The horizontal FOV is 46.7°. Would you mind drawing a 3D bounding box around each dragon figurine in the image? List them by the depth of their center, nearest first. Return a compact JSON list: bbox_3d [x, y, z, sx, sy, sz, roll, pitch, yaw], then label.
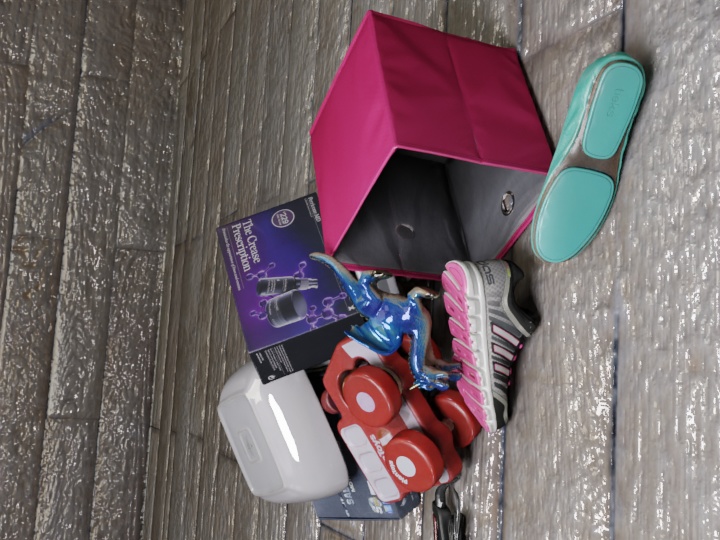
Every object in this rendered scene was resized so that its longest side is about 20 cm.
[{"bbox_3d":[0.020,0.053,0.860,0.059,0.198,0.100,-10,-58,-82],"label":"dragon figurine"}]

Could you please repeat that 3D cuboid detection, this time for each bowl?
[{"bbox_3d":[-0.113,0.209,1.069,0.199,0.074,0.202,-32,80,58],"label":"bowl"}]

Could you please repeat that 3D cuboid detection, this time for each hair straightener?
[{"bbox_3d":[0.111,0.328,0.937,0.077,0.040,0.203,149,127,-62],"label":"hair straightener"}]

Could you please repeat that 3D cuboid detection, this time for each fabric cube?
[{"bbox_3d":[0.071,-0.128,0.928,0.197,0.198,0.201,122,148,-46],"label":"fabric cube"}]

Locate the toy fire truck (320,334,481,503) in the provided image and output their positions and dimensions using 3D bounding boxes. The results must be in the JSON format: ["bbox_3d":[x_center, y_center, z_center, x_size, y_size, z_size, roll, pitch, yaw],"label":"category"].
[{"bbox_3d":[0.027,0.167,0.954,0.167,0.112,0.201,-31,93,45],"label":"toy fire truck"}]

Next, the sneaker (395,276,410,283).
[{"bbox_3d":[0.059,-0.044,1.093,0.067,0.090,0.200,66,174,-21],"label":"sneaker"}]

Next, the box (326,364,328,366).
[{"bbox_3d":[-0.017,0.190,1.193,0.137,0.039,0.202,-47,57,55],"label":"box"}]

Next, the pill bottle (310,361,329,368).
[{"bbox_3d":[-0.085,0.042,1.151,0.200,0.112,0.114,-120,42,-60],"label":"pill bottle"}]

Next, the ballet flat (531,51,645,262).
[{"bbox_3d":[0.211,-0.105,0.782,0.071,0.067,0.202,-77,3,-68],"label":"ballet flat"}]

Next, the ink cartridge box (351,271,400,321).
[{"bbox_3d":[0.000,0.000,1.077,0.200,0.056,0.164,93,161,-72],"label":"ink cartridge box"}]

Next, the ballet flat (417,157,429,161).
[{"bbox_3d":[0.040,-0.116,1.164,0.200,0.066,0.057,-43,35,55],"label":"ballet flat"}]

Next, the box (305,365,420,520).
[{"bbox_3d":[-0.022,0.224,1.088,0.157,0.051,0.202,-14,96,44],"label":"box"}]

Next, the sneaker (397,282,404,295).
[{"bbox_3d":[0.019,0.021,1.161,0.200,0.074,0.101,51,141,47],"label":"sneaker"}]

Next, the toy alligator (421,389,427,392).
[{"bbox_3d":[0.060,0.150,1.056,0.054,0.059,0.203,-152,68,-65],"label":"toy alligator"}]

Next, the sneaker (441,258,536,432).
[{"bbox_3d":[0.144,0.075,0.872,0.074,0.086,0.202,-141,38,-65],"label":"sneaker"}]

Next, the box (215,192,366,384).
[{"bbox_3d":[-0.085,0.017,1.020,0.079,0.140,0.201,78,171,-52],"label":"box"}]
